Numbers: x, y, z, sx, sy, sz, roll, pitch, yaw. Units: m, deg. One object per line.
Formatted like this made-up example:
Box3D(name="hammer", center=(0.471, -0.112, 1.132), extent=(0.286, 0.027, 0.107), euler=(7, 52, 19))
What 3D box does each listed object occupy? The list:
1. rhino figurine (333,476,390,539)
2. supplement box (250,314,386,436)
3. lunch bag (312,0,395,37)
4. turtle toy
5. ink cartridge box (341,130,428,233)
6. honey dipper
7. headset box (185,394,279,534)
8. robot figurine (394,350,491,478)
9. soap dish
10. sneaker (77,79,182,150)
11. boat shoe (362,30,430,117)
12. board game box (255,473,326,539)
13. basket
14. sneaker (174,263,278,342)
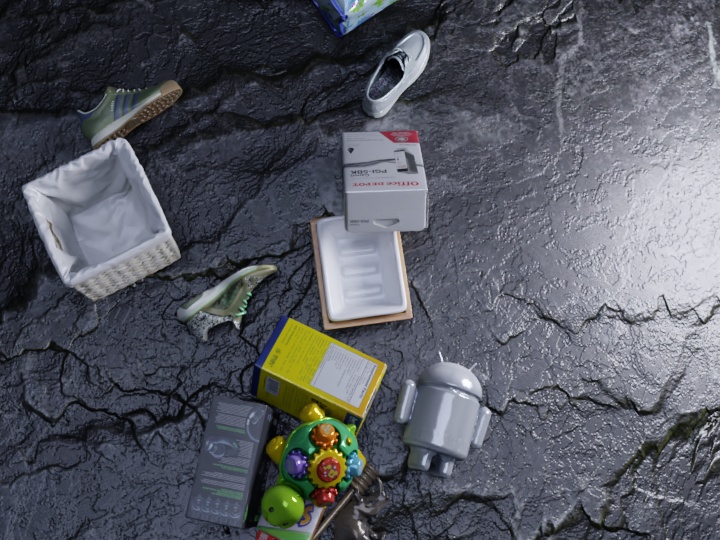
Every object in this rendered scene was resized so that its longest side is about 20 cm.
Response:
Box3D(name="rhino figurine", center=(-0.004, 0.433, 1.377), extent=(0.086, 0.060, 0.203), euler=(19, 89, 3))
Box3D(name="supplement box", center=(-0.072, 0.183, 1.418), extent=(0.198, 0.110, 0.110), euler=(25, 55, 6))
Box3D(name="lunch bag", center=(-0.027, -0.585, 1.627), extent=(0.169, 0.127, 0.201), euler=(-35, 88, -9))
Box3D(name="turtle toy", center=(-0.077, 0.317, 1.329), extent=(0.200, 0.101, 0.146), euler=(-44, 106, -9))
Box3D(name="ink cartridge box", center=(0.040, -0.160, 1.487), extent=(0.144, 0.084, 0.201), euler=(-2, 39, -2))
Box3D(name="honey dipper", center=(-0.043, 0.408, 1.413), extent=(0.038, 0.038, 0.201), euler=(38, 81, 9))
Box3D(name="headset box", center=(-0.202, 0.318, 1.359), extent=(0.091, 0.174, 0.203), euler=(10, 74, 4))
Box3D(name="robot figurine", center=(0.139, 0.242, 1.418), extent=(0.168, 0.113, 0.203), euler=(21, 75, -17))
Box3D(name="soap dish", center=(0.000, 0.000, 1.496), extent=(0.155, 0.081, 0.203), euler=(-7, 76, -3))
Box3D(name="sneaker", center=(-0.438, -0.314, 1.576), extent=(0.199, 0.067, 0.090), euler=(-37, 84, -7))
Box3D(name="boat shoe", center=(0.072, -0.381, 1.602), extent=(0.070, 0.072, 0.202), euler=(32, 77, 7))
Box3D(name="board game box", center=(-0.098, 0.370, 1.411), extent=(0.094, 0.030, 0.202), euler=(18, 75, 17))
Box3D(name="basket", center=(-0.439, -0.082, 1.468), extent=(0.198, 0.161, 0.200), euler=(-28, 77, -7))
Box3D(name="sneaker", center=(-0.224, 0.058, 1.491), extent=(0.198, 0.077, 0.089), euler=(-31, 91, -3))
